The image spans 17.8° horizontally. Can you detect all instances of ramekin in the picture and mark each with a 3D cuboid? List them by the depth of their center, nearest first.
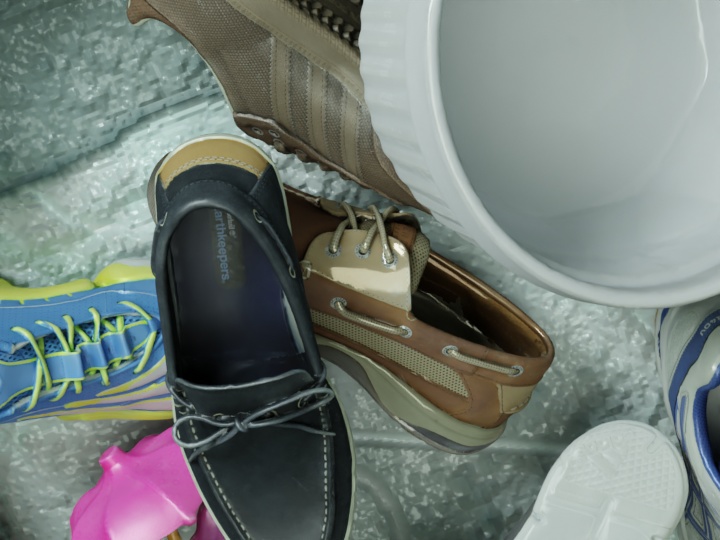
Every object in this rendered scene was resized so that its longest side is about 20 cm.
[{"bbox_3d":[0.093,-0.089,0.911,0.199,0.105,0.201,-2,96,-23],"label":"ramekin"}]

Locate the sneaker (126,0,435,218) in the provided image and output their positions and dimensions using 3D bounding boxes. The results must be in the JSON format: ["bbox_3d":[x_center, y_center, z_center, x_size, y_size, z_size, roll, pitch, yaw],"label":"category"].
[{"bbox_3d":[-0.011,-0.078,0.982,0.200,0.071,0.075,43,132,-16],"label":"sneaker"}]

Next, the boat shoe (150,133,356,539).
[{"bbox_3d":[-0.047,0.044,0.941,0.074,0.062,0.201,-7,113,6],"label":"boat shoe"}]

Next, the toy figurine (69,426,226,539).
[{"bbox_3d":[-0.062,0.160,1.045,0.199,0.150,0.185,-4,103,-20],"label":"toy figurine"}]

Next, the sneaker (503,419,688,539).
[{"bbox_3d":[0.076,0.155,1.039,0.200,0.082,0.077,-44,77,2],"label":"sneaker"}]

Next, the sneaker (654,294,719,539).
[{"bbox_3d":[0.175,0.102,1.025,0.075,0.088,0.201,-18,111,6],"label":"sneaker"}]

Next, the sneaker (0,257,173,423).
[{"bbox_3d":[-0.135,0.045,1.000,0.199,0.105,0.076,0,112,2],"label":"sneaker"}]

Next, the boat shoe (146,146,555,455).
[{"bbox_3d":[0.000,0.000,0.992,0.200,0.076,0.072,33,126,-21],"label":"boat shoe"}]
